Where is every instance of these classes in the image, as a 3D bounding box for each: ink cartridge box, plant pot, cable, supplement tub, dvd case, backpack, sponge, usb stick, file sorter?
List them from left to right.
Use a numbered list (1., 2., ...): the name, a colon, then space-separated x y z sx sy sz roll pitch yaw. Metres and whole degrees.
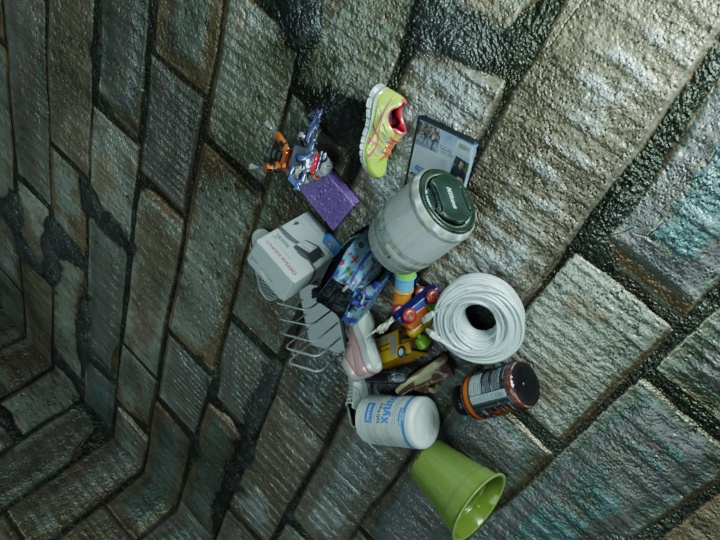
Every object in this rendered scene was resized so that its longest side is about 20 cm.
1. ink cartridge box: -0.160 -0.040 1.611 0.145 0.199 0.084 46 136 9
2. file sorter: -0.136 0.152 1.758 0.137 0.124 0.204 10 120 37
3. sponge: -0.097 -0.207 1.582 0.201 0.030 0.112 50 136 7
4. backpack: 0.000 0.000 1.520 0.134 0.182 0.202 36 122 7
5. usb stick: 0.063 0.275 1.659 0.200 0.054 0.033 152 119 -69
6. supplement tub: 0.096 0.392 1.686 0.197 0.131 0.134 -9 108 43
7. dvd case: 0.162 -0.208 1.359 0.141 0.017 0.203 31 132 25
8. plant pot: 0.231 0.536 1.629 0.189 0.198 0.203 35 134 36
9. cable: 0.257 0.106 1.393 0.199 0.069 0.201 40 122 2
10. supplement tub: 0.299 0.275 1.457 0.199 0.106 0.108 -29 94 47

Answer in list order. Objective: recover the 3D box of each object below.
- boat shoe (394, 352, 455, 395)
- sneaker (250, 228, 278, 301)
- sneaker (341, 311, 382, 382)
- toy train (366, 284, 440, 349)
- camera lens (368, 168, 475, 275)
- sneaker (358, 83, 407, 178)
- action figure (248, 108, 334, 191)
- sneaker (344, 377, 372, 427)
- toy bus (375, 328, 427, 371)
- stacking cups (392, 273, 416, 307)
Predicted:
1. boat shoe: 0.162 0.277 1.608 0.072 0.072 0.200 52 131 5
2. sneaker: -0.259 -0.008 1.788 0.079 0.077 0.204 130 131 -66
3. sneaker: -0.012 0.186 1.635 0.104 0.074 0.203 -38 49 34
4. toy train: 0.119 0.134 1.479 0.117 0.199 0.084 56 168 -13
5. camera lens: 0.126 -0.099 1.326 0.161 0.159 0.200 53 137 2
6. sneaker: 0.053 -0.285 1.369 0.089 0.078 0.203 23 127 27
7. action figure: -0.145 -0.284 1.520 0.190 0.203 0.105 24 174 11
8. sneaker: -0.009 0.350 1.798 0.072 0.070 0.204 8 119 38
9. toy bus: 0.082 0.202 1.621 0.199 0.064 0.080 -31 55 47
10. stacking cups: 0.103 0.028 1.517 0.060 0.060 0.203 25 128 28
